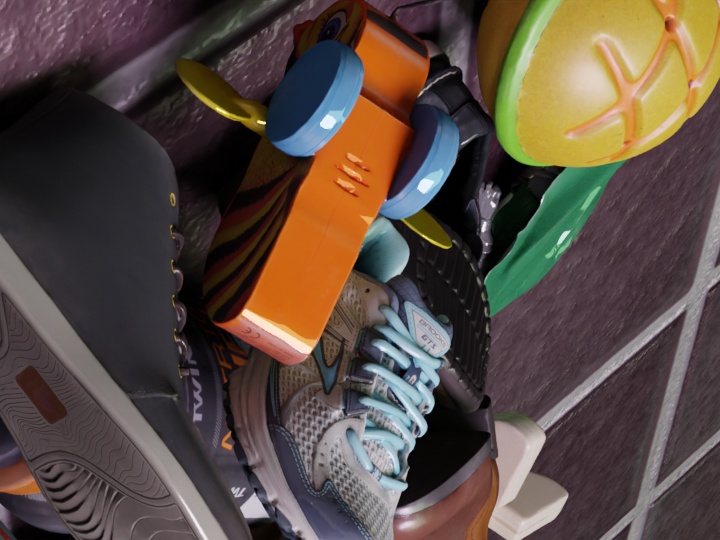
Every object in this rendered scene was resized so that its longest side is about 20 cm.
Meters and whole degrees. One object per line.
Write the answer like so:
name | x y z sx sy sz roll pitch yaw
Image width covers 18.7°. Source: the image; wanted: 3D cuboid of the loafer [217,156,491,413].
loafer | 0.000 0.000 1.033 0.200 0.071 0.073 51 39 -41

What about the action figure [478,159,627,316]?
action figure | 0.093 -0.028 1.202 0.200 0.055 0.118 -50 167 22

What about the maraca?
maraca | 0.130 -0.117 1.042 0.200 0.107 0.138 -23 143 -45

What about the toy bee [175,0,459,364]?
toy bee | -0.002 -0.060 0.871 0.200 0.109 0.131 -41 113 -13

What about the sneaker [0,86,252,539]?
sneaker | -0.083 0.027 0.821 0.075 0.200 0.106 -23 -166 46

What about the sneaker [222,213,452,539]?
sneaker | -0.005 0.042 0.877 0.086 0.200 0.078 -27 130 11

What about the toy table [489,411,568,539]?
toy table | 0.023 0.129 1.240 0.200 0.117 0.184 -30 149 -39

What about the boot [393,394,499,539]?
boot | 0.036 0.174 1.069 0.188 0.068 0.201 -55 142 -81

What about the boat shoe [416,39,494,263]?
boat shoe | 0.032 -0.024 1.096 0.074 0.066 0.200 -32 150 -36

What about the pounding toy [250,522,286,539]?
pounding toy | -0.065 0.171 1.068 0.199 0.143 0.184 -23 -179 4

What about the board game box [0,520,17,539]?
board game box | -0.156 0.117 0.812 0.056 0.200 0.196 -41 154 -9

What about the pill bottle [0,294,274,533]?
pill bottle | -0.099 0.061 0.943 0.106 0.106 0.200 -55 156 11
